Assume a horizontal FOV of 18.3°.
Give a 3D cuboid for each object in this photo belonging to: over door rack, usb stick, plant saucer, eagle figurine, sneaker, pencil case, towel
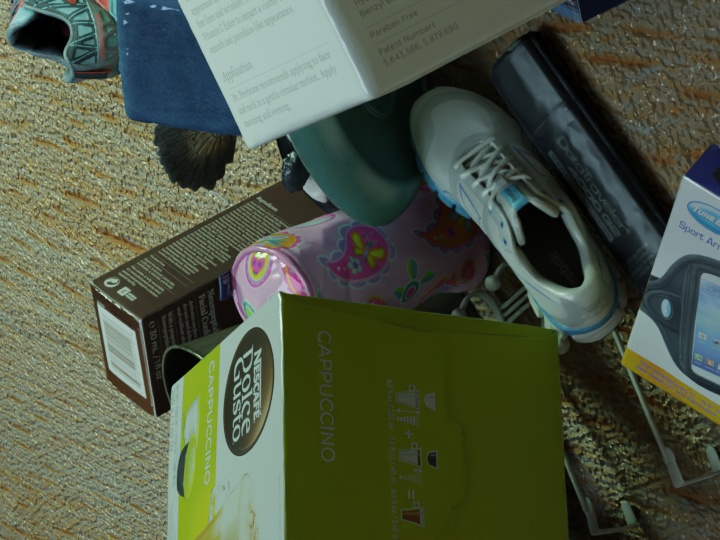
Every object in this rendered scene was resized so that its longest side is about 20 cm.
[{"bbox_3d":[0.141,0.083,1.515,0.201,0.066,0.148,58,153,7],"label":"over door rack"},{"bbox_3d":[0.150,-0.061,1.407,0.201,0.033,0.055,56,145,11],"label":"usb stick"},{"bbox_3d":[-0.002,-0.129,1.469,0.027,0.200,0.201,-17,102,26],"label":"plant saucer"},{"bbox_3d":[-0.077,-0.163,1.609,0.151,0.150,0.201,-3,102,49],"label":"eagle figurine"},{"bbox_3d":[-0.267,-0.230,1.894,0.200,0.095,0.080,42,146,32],"label":"sneaker"},{"bbox_3d":[0.099,-0.048,1.428,0.200,0.075,0.087,51,179,19],"label":"sneaker"},{"bbox_3d":[0.000,0.000,1.536,0.087,0.199,0.088,18,118,39],"label":"pencil case"},{"bbox_3d":[-0.108,-0.188,1.493,0.111,0.049,0.201,12,127,11],"label":"towel"}]

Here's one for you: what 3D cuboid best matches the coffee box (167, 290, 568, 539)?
[{"bbox_3d":[0.001,0.147,1.429,0.198,0.199,0.201,141,133,-57],"label":"coffee box"}]

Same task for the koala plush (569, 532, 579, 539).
[{"bbox_3d":[0.110,0.214,1.625,0.178,0.183,0.201,110,147,-48],"label":"koala plush"}]

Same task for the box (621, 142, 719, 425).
[{"bbox_3d":[0.228,0.015,1.303,0.119,0.041,0.201,32,145,18],"label":"box"}]

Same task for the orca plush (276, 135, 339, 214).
[{"bbox_3d":[-0.024,-0.098,1.570,0.071,0.105,0.200,33,176,34],"label":"orca plush"}]

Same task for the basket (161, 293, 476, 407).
[{"bbox_3d":[-0.014,0.089,1.638,0.181,0.199,0.136,52,152,20],"label":"basket"}]

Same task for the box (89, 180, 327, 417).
[{"bbox_3d":[-0.104,0.019,1.730,0.075,0.199,0.101,33,142,39],"label":"box"}]

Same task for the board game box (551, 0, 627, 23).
[{"bbox_3d":[0.068,-0.261,1.333,0.199,0.061,0.201,18,130,52],"label":"board game box"}]

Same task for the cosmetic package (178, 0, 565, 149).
[{"bbox_3d":[-0.011,-0.203,1.277,0.165,0.164,0.201,-13,104,61],"label":"cosmetic package"}]
